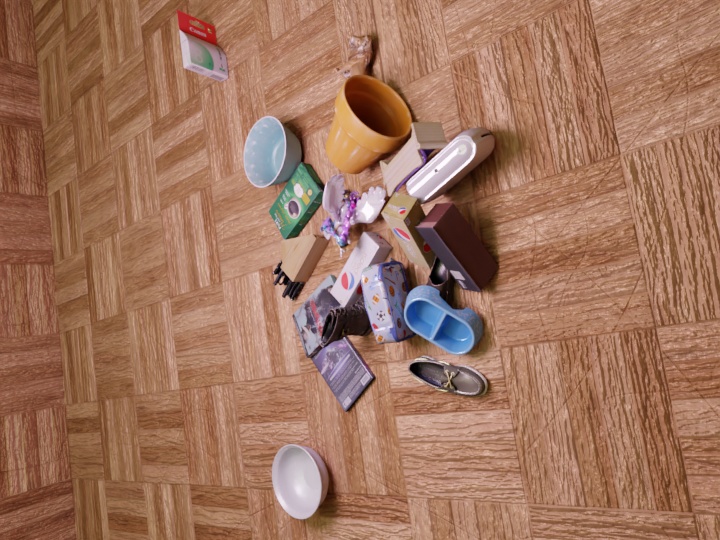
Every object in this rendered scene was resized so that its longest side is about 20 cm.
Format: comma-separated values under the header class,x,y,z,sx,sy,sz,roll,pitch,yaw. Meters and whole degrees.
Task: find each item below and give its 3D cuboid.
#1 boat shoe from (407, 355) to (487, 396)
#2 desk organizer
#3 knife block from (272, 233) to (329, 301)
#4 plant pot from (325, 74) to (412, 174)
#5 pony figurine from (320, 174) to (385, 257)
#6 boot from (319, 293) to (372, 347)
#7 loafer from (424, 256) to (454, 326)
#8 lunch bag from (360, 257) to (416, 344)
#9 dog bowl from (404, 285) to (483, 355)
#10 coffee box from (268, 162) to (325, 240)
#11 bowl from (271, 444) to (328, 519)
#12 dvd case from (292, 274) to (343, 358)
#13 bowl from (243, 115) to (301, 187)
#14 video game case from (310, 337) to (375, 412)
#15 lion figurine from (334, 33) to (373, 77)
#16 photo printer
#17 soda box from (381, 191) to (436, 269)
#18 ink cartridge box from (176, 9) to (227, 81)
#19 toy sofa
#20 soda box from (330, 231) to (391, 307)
class,x,y,z,sx,sy,sz,roll,pitch,yaw
boat shoe,0.203,0.253,1.337,0.198,0.060,0.074,13,98,39
desk organizer,0.218,-0.051,1.264,0.077,0.201,0.071,-47,23,-16
knife block,-0.174,-0.005,1.645,0.196,0.063,0.181,-8,86,39
plant pot,0.003,-0.351,1.431,0.184,0.196,0.204,-47,62,46
pony figurine,-0.040,-0.150,1.473,0.200,0.162,0.198,-128,54,-67
boot,-0.016,0.103,1.444,0.069,0.172,0.205,31,109,34
loafer,0.181,0.038,1.347,0.072,0.070,0.206,17,101,37
lunch bag,0.075,0.073,1.384,0.074,0.159,0.206,-13,85,30
dog bowl,0.186,0.120,1.308,0.197,0.050,0.113,31,120,11
coffee box,-0.186,-0.201,1.666,0.201,0.043,0.124,-50,60,27
bowl,-0.156,0.591,1.615,0.197,0.089,0.208,-1,89,39
dvd case,-0.114,0.132,1.610,0.200,0.022,0.148,-45,54,32
bowl,-0.248,-0.341,1.675,0.197,0.104,0.207,-3,85,41
video game case,-0.055,0.267,1.577,0.201,0.019,0.144,52,120,28
lion figurine,-0.008,-0.514,1.492,0.121,0.071,0.206,-20,70,39
photo printer,0.210,-0.240,1.266,0.199,0.166,0.070,-40,85,31
soda box,0.123,-0.089,1.314,0.067,0.201,0.065,22,69,37
ink cartridge box,-0.518,-0.746,1.863,0.049,0.159,0.206,-12,82,35
toy sofa,0.126,-0.257,1.336,0.200,0.081,0.100,139,120,-62
soda box,0.000,0.000,1.502,0.068,0.063,0.203,44,117,30
